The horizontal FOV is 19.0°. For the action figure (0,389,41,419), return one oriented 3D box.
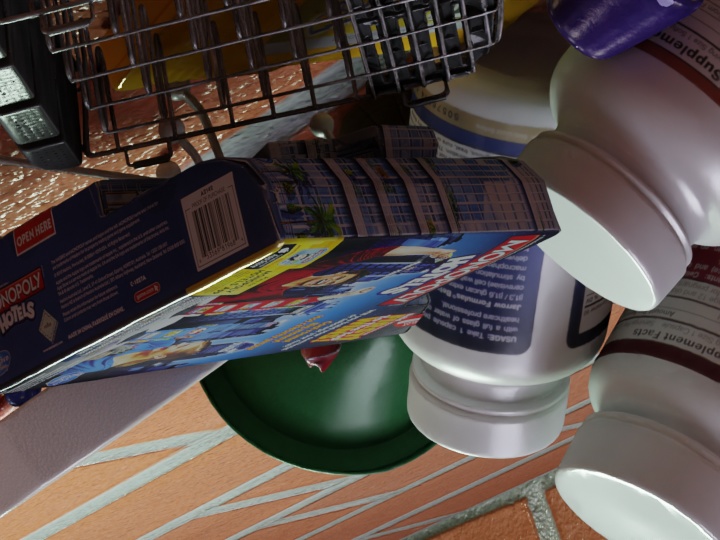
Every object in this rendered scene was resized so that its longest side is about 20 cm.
[{"bbox_3d":[-0.160,0.032,1.046,0.065,0.052,0.200,-3,162,-36],"label":"action figure"}]

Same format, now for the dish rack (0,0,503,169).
[{"bbox_3d":[-0.049,-0.094,0.773,0.198,0.055,0.154,-12,163,3],"label":"dish rack"}]

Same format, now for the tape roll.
[{"bbox_3d":[-0.128,0.066,1.016,0.202,0.037,0.203,-35,-179,0],"label":"tape roll"}]

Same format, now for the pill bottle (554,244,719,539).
[{"bbox_3d":[0.182,0.041,1.049,0.201,0.114,0.114,-58,-179,-20],"label":"pill bottle"}]

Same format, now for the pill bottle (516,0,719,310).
[{"bbox_3d":[0.153,-0.085,0.917,0.200,0.112,0.112,-50,173,-12],"label":"pill bottle"}]

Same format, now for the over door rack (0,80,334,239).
[{"bbox_3d":[-0.114,-0.039,1.017,0.198,0.067,0.148,-4,166,-8],"label":"over door rack"}]

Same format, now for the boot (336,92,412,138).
[{"bbox_3d":[0.089,-0.051,1.180,0.198,0.073,0.155,1,170,2],"label":"boot"}]

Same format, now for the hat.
[{"bbox_3d":[0.000,0.000,1.142,0.164,0.201,0.177,-13,147,-20],"label":"hat"}]

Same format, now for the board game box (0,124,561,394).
[{"bbox_3d":[-0.025,-0.010,0.889,0.199,0.062,0.199,-4,165,-44],"label":"board game box"}]

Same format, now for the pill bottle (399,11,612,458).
[{"bbox_3d":[0.072,-0.015,1.050,0.110,0.111,0.202,-13,123,-31],"label":"pill bottle"}]

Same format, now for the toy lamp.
[{"bbox_3d":[0.149,-0.156,0.816,0.200,0.058,0.058,-42,158,31],"label":"toy lamp"}]

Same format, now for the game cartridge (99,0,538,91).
[{"bbox_3d":[0.014,-0.130,0.874,0.199,0.033,0.176,-14,167,-32],"label":"game cartridge"}]
